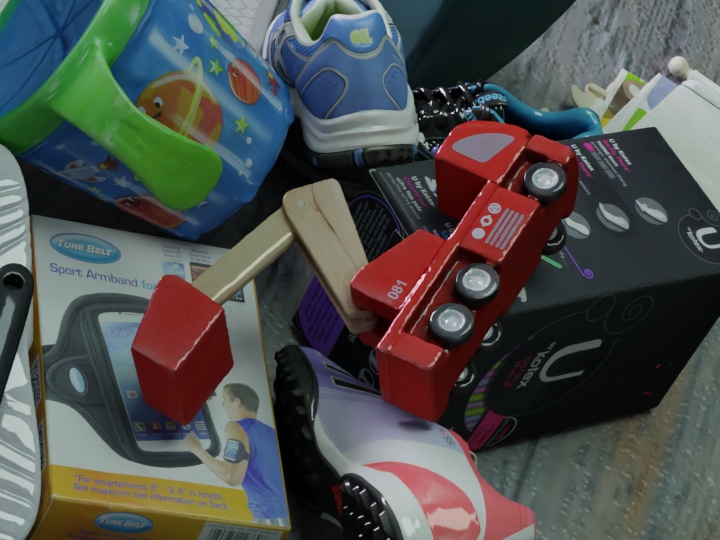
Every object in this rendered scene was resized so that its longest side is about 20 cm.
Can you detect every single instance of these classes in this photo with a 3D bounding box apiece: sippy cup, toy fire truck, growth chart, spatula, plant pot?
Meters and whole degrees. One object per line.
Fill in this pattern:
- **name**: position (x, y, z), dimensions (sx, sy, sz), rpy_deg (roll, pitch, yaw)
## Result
- **sippy cup**: position (-0.109, -0.088, 1.206), dimensions (0.130, 0.139, 0.179), rpy_deg (36, 47, -28)
- **toy fire truck**: position (0.000, 0.000, 1.125), dimensions (0.140, 0.049, 0.201), rpy_deg (24, 60, 20)
- **growth chart**: position (0.192, -0.071, 1.487), dimensions (0.145, 0.018, 0.200), rpy_deg (42, 42, 14)
- **spatula**: position (-0.175, 0.086, 1.063), dimensions (0.056, 0.021, 0.202), rpy_deg (16, 66, -5)
- **plant pot**: position (0.054, -0.199, 1.394), dimensions (0.141, 0.201, 0.142), rpy_deg (-17, 58, -42)

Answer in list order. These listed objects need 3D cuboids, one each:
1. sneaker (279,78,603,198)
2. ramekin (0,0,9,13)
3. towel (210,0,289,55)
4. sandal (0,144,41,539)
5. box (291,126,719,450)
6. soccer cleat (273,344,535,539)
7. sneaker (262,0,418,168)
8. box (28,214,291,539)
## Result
- **sneaker**: position (0.040, -0.081, 1.357), dimensions (0.198, 0.082, 0.074), rpy_deg (12, 46, -18)
- **ramekin**: position (-0.211, -0.228, 1.237), dimensions (0.199, 0.202, 0.098), rpy_deg (-9, 36, -37)
- **towel**: position (-0.138, -0.155, 1.365), dimensions (0.190, 0.032, 0.201), rpy_deg (23, 40, -8)
- **sandal**: position (-0.190, 0.039, 1.123), dimensions (0.078, 0.059, 0.208), rpy_deg (-3, 69, -12)
- **box**: position (0.085, 0.012, 1.256), dimensions (0.199, 0.123, 0.106), rpy_deg (-11, 54, -36)
- **soccer cleat**: position (0.013, 0.090, 1.134), dimensions (0.073, 0.069, 0.200), rpy_deg (-9, 24, -18)
- **sneaker**: position (-0.009, -0.115, 1.266), dimensions (0.075, 0.078, 0.200), rpy_deg (-8, 20, -12)
- **box**: position (-0.105, 0.048, 1.171), dimensions (0.118, 0.042, 0.201), rpy_deg (10, 46, -22)
